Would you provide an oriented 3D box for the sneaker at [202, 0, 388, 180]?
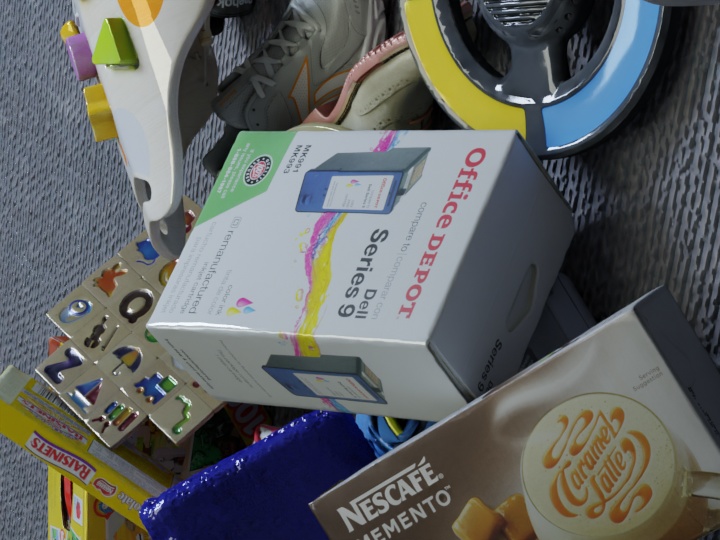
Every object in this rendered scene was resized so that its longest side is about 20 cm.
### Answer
[{"bbox_3d":[-0.047,-0.128,1.401,0.076,0.092,0.200,54,138,42],"label":"sneaker"}]

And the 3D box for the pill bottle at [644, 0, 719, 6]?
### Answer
[{"bbox_3d":[0.167,-0.230,0.984,0.112,0.112,0.201,-13,81,60],"label":"pill bottle"}]

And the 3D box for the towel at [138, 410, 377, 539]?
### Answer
[{"bbox_3d":[-0.030,0.194,1.308,0.200,0.147,0.050,63,178,-12],"label":"towel"}]

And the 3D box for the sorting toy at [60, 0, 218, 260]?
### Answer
[{"bbox_3d":[-0.136,-0.106,1.401,0.200,0.106,0.181,103,157,-72],"label":"sorting toy"}]

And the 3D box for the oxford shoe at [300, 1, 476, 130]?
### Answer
[{"bbox_3d":[0.027,-0.098,1.318,0.074,0.071,0.200,56,147,6],"label":"oxford shoe"}]

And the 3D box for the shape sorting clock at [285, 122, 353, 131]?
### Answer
[{"bbox_3d":[0.000,0.000,1.343,0.200,0.039,0.200,27,134,32],"label":"shape sorting clock"}]

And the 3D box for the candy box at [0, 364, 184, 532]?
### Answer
[{"bbox_3d":[-0.166,0.135,1.433,0.026,0.200,0.102,-55,4,7],"label":"candy box"}]

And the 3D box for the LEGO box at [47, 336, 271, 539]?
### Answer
[{"bbox_3d":[-0.147,0.146,1.557,0.077,0.149,0.201,20,111,59],"label":"LEGO box"}]

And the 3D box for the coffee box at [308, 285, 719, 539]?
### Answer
[{"bbox_3d":[0.092,0.109,1.067,0.200,0.080,0.115,-32,87,21],"label":"coffee box"}]

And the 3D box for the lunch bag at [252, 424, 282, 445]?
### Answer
[{"bbox_3d":[-0.042,0.205,1.420,0.176,0.082,0.201,-122,33,-77],"label":"lunch bag"}]

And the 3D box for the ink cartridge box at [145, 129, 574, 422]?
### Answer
[{"bbox_3d":[0.001,0.000,1.194,0.200,0.088,0.146,4,58,36],"label":"ink cartridge box"}]

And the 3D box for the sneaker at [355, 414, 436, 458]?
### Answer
[{"bbox_3d":[0.023,0.085,1.289,0.066,0.078,0.200,34,142,11],"label":"sneaker"}]

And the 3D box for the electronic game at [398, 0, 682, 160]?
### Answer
[{"bbox_3d":[0.093,-0.160,1.157,0.200,0.042,0.201,11,106,45],"label":"electronic game"}]

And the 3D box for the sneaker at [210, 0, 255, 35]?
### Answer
[{"bbox_3d":[-0.090,-0.235,1.490,0.200,0.071,0.098,-46,62,48],"label":"sneaker"}]

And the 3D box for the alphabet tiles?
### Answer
[{"bbox_3d":[-0.123,0.031,1.467,0.166,0.200,0.006,39,164,38],"label":"alphabet tiles"}]

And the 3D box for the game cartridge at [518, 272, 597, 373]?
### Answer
[{"bbox_3d":[0.103,0.116,1.222,0.133,0.041,0.200,66,146,38],"label":"game cartridge"}]
